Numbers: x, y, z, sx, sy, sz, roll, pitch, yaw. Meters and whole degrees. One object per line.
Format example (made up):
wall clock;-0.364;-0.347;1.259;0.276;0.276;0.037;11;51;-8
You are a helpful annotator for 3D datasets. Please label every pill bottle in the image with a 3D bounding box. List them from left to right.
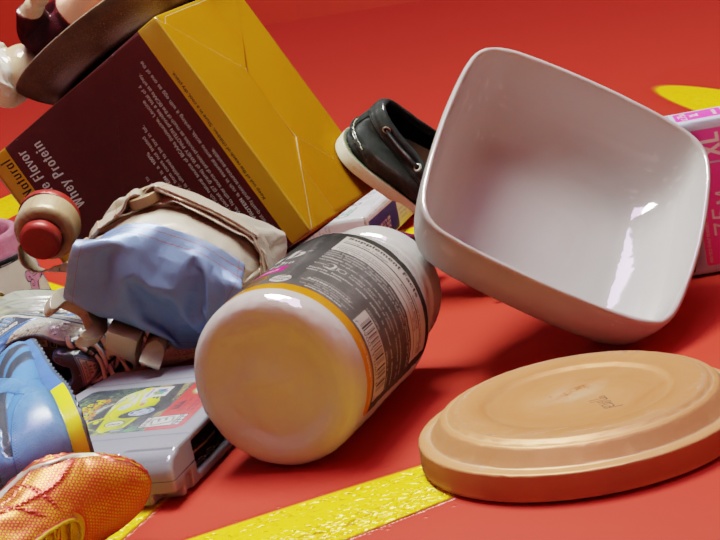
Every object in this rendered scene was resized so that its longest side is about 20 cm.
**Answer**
pill bottle;-0.021;0.041;1.392;0.116;0.117;0.200;-5;15;21

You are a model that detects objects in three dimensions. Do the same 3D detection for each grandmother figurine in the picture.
grandmother figurine;-0.227;-0.201;1.681;0.200;0.061;0.121;-39;-31;20

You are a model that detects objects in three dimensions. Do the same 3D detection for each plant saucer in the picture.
plant saucer;-0.180;-0.186;1.662;0.200;0.032;0.200;-34;-3;-2
plant saucer;0.133;0.087;1.269;0.200;0.032;0.200;-10;14;3

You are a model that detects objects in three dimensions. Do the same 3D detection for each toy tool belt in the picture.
toy tool belt;-0.156;0.005;1.478;0.200;0.125;0.123;12;34;1

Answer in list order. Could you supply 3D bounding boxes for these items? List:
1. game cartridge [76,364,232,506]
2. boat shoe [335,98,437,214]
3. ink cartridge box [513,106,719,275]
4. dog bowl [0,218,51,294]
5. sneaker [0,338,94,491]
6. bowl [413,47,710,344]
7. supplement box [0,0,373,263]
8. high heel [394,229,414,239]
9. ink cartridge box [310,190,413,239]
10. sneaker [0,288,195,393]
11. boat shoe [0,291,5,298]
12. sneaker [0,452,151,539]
game cartridge;-0.148;0.107;1.401;0.133;0.041;0.200;-10;13;19
boat shoe;0.080;-0.068;1.633;0.066;0.199;0.075;-53;4;33
ink cartridge box;0.186;-0.047;1.579;0.200;0.120;0.042;-9;15;6
dog bowl;-0.380;0.010;1.889;0.200;0.074;0.200;-10;14;2
sneaker;-0.220;0.092;1.312;0.078;0.066;0.200;-19;16;-13
bowl;0.136;-0.043;1.480;0.200;0.075;0.200;23;51;-3
supplement box;-0.137;-0.076;1.646;0.200;0.197;0.133;-36;0;29
high heel;0.000;0.000;1.634;0.096;0.068;0.200;-19;8;13
ink cartridge box;-0.054;-0.047;1.933;0.200;0.043;0.196;-8;15;21
sneaker;-0.191;0.058;1.580;0.200;0.077;0.085;-8;28;14
boat shoe;-0.317;0.041;1.719;0.200;0.065;0.072;7;21;39
sneaker;-0.200;0.163;1.188;0.200;0.073;0.077;-23;40;-29
